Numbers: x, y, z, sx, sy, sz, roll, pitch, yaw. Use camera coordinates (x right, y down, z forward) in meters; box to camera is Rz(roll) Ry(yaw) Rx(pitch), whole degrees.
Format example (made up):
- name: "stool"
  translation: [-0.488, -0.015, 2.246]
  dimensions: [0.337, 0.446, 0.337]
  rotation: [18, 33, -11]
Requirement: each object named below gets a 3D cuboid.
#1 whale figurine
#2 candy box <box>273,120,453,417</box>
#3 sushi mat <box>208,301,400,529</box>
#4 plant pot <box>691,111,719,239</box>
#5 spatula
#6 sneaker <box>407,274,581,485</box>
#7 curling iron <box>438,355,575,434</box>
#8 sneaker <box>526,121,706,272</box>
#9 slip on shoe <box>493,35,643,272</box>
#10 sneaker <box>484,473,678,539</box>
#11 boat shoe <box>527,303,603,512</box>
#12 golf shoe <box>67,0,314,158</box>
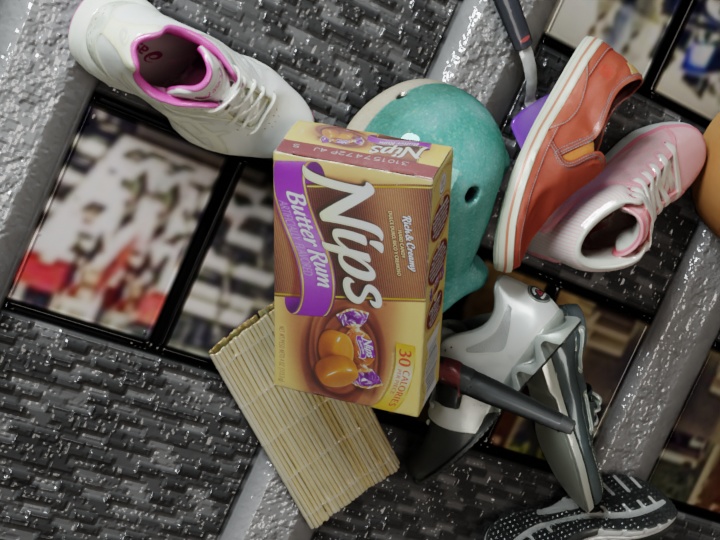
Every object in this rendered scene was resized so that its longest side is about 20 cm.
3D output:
- name: "whale figurine"
  translation: [0.060, -0.044, 1.176]
  dimensions: [0.159, 0.104, 0.200]
  rotation: [-32, 127, -22]
- name: "candy box"
  translation: [0.000, 0.000, 1.114]
  dimensions: [0.056, 0.116, 0.200]
  rotation: [-58, 155, -53]
- name: "sushi mat"
  translation: [-0.041, 0.111, 1.233]
  dimensions: [0.096, 0.012, 0.200]
  rotation: [-35, 123, -14]
- name: "plant pot"
  translation: [0.382, -0.074, 1.336]
  dimensions: [0.200, 0.140, 0.201]
  rotation: [-11, 114, -26]
- name: "spatula"
  translation: [0.130, -0.163, 1.223]
  dimensions: [0.056, 0.021, 0.200]
  rotation: [-34, 122, -23]
- name: "sneaker"
  translation: [0.087, 0.086, 1.271]
  dimensions: [0.088, 0.074, 0.200]
  rotation: [39, 111, 6]
- name: "curling iron"
  translation: [0.072, 0.090, 1.214]
  dimensions: [0.200, 0.050, 0.026]
  rotation: [21, 137, -2]
- name: "sneaker"
  translation: [0.227, -0.056, 1.273]
  dimensions: [0.200, 0.105, 0.076]
  rotation: [-25, 118, -22]
- name: "slip on shoe"
  translation: [0.157, -0.085, 1.196]
  dimensions: [0.200, 0.061, 0.074]
  rotation: [-61, 170, -12]
- name: "sneaker"
  translation: [0.195, 0.245, 1.402]
  dimensions: [0.200, 0.074, 0.080]
  rotation: [-12, 129, -22]
- name: "boat shoe"
  translation: [0.185, 0.118, 1.336]
  dimensions: [0.062, 0.073, 0.200]
  rotation: [-27, 115, -15]
- name: "golf shoe"
  translation: [-0.103, -0.121, 1.058]
  dimensions: [0.200, 0.091, 0.075]
  rotation: [24, 95, -37]
